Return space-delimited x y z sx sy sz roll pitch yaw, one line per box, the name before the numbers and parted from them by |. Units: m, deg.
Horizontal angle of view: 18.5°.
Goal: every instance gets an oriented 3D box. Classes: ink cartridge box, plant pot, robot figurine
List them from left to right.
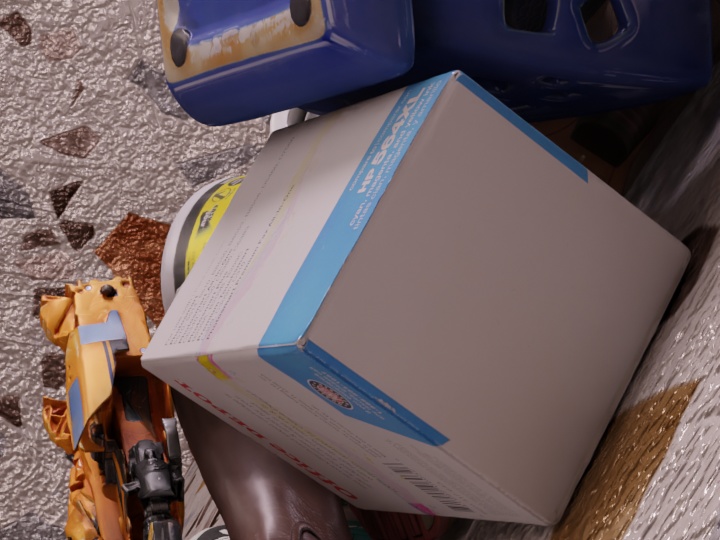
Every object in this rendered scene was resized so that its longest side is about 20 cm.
robot figurine | -0.108 0.109 0.988 0.201 0.058 0.146 -105 15 -44
ink cartridge box | 0.012 0.016 0.903 0.126 0.128 0.200 -60 20 -16
plant pot | 0.016 -0.160 0.936 0.199 0.178 0.202 -7 89 58

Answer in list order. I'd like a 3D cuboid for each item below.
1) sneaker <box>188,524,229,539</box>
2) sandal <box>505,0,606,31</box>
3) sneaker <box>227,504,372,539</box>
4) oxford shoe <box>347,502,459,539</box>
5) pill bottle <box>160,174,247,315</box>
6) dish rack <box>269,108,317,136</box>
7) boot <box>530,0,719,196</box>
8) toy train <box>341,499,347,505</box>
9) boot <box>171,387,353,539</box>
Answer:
sneaker | -0.070 0.200 1.398 0.088 0.076 0.200 -43 10 9
sandal | 0.124 -0.158 1.101 0.200 0.043 0.076 -22 -28 -51
sneaker | -0.044 0.183 1.206 0.200 0.071 0.081 -36 54 52
oxford shoe | 0.019 0.083 1.080 0.074 0.071 0.200 -18 13 -17
pill bottle | 0.000 0.000 1.127 0.199 0.113 0.113 -5 47 44
dish rack | 0.065 -0.103 1.210 0.173 0.199 0.044 -61 -32 -19
boot | 0.134 -0.106 1.059 0.147 0.070 0.200 -57 9 -16
toy train | 0.031 0.058 1.310 0.201 0.042 0.056 -60 -6 -8
boot | -0.042 0.118 0.955 0.064 0.187 0.200 -28 7 8
